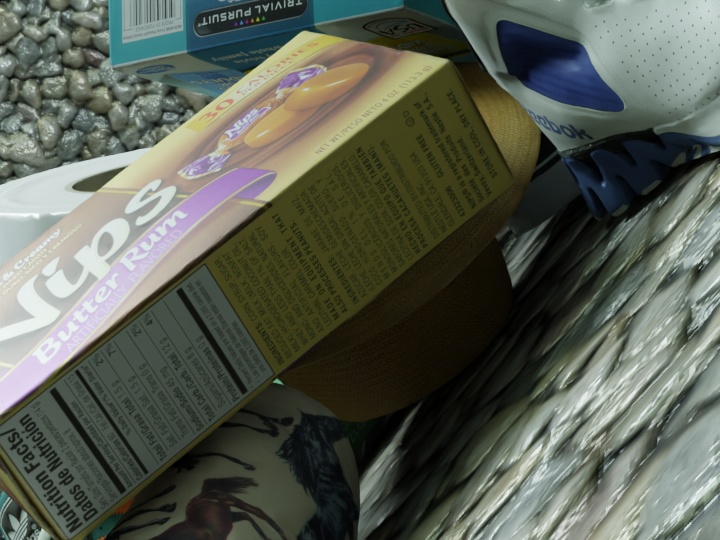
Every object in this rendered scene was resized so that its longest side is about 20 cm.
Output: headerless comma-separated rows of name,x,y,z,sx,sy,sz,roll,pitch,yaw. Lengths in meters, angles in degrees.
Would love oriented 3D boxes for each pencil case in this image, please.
pencil case,-0.060,0.112,0.636,0.089,0.078,0.200,-20,18,25

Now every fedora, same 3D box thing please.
fedora,0.000,0.000,0.786,0.199,0.082,0.201,-26,27,15

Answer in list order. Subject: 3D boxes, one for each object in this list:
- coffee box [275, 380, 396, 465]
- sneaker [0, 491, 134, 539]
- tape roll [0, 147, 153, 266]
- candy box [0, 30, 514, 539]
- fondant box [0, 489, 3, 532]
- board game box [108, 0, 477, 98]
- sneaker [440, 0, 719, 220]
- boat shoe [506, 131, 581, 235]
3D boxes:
coffee box,-0.060,0.083,0.910,0.123,0.044,0.200,-52,17,-25
sneaker,-0.109,0.121,0.768,0.071,0.080,0.201,-50,26,28
tape roll,-0.089,-0.018,0.986,0.201,0.071,0.203,-9,11,2
candy box,-0.057,-0.001,0.690,0.200,0.057,0.116,-38,26,-15
fondant box,-0.201,0.159,0.871,0.201,0.058,0.144,-56,9,-26
board game box,0.010,-0.104,0.872,0.150,0.047,0.199,-6,-9,34
sneaker,0.085,-0.093,0.651,0.081,0.115,0.199,-53,4,-25
boat shoe,0.110,-0.103,0.802,0.200,0.068,0.074,-49,4,25
